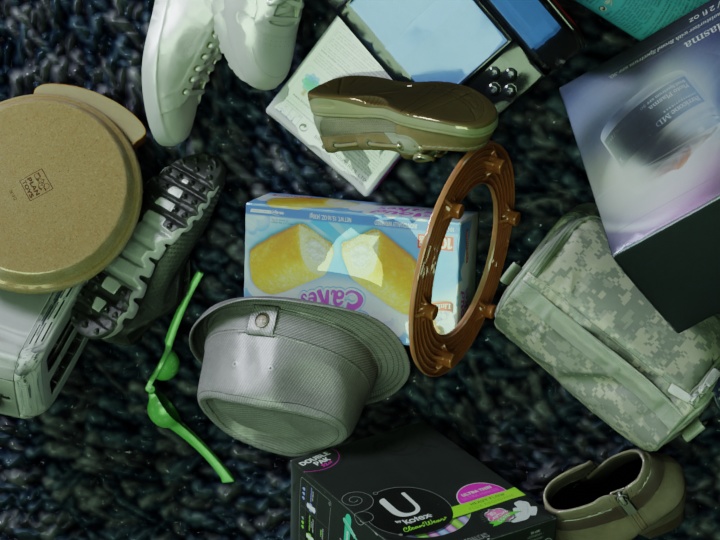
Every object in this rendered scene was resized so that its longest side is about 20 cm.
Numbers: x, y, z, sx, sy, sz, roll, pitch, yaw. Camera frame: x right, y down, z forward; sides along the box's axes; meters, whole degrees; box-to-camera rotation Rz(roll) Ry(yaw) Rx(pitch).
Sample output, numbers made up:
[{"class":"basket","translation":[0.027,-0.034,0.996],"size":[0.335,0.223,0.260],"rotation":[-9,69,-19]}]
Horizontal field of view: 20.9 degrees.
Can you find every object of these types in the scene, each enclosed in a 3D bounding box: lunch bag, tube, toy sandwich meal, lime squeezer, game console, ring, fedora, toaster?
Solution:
[{"class":"lunch bag","translation":[0.210,0.052,1.612],"size":[0.200,0.168,0.140],"rotation":[39,110,6]},{"class":"tube","translation":[0.242,-0.211,1.581],"size":[0.199,0.051,0.078],"rotation":[26,116,-21]},{"class":"toy sandwich meal","translation":[-0.283,-0.070,1.746],"size":[0.203,0.070,0.207],"rotation":[0,73,-1]},{"class":"lime squeezer","translation":[-0.167,0.103,1.809],"size":[0.070,0.038,0.202],"rotation":[-5,99,18]},{"class":"game console","translation":[0.066,-0.214,1.586],"size":[0.172,0.119,0.200],"rotation":[-40,92,21]},{"class":"ring","translation":[0.091,-0.008,1.620],"size":[0.019,0.200,0.202],"rotation":[17,106,22]},{"class":"fedora","translation":[-0.063,0.102,1.703],"size":[0.198,0.091,0.177],"rotation":[8,148,12]},{"class":"toaster","translation":[-0.320,0.041,1.784],"size":[0.128,0.201,0.114],"rotation":[18,142,9]}]

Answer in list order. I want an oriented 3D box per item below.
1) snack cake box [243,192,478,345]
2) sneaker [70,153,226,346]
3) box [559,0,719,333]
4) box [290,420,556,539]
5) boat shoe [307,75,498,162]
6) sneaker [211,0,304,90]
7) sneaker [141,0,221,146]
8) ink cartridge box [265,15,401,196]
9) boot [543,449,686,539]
[{"class":"snack cake box","translation":[0.000,0.000,1.721],"size":[0.198,0.067,0.116],"rotation":[5,102,17]},{"class":"sneaker","translation":[-0.182,-0.014,1.776],"size":[0.066,0.091,0.201],"rotation":[30,82,27]},{"class":"box","translation":[0.284,-0.095,1.527],"size":[0.199,0.199,0.123],"rotation":[-30,134,18]},{"class":"box","translation":[0.049,0.236,1.655],"size":[0.200,0.148,0.125],"rotation":[32,128,52]},{"class":"boat shoe","translation":[0.036,-0.117,1.618],"size":[0.200,0.073,0.064],"rotation":[11,120,42]},{"class":"sneaker","translation":[-0.074,-0.255,1.668],"size":[0.080,0.076,0.202],"rotation":[7,100,44]},{"class":"sneaker","translation":[-0.139,-0.204,1.720],"size":[0.084,0.073,0.202],"rotation":[12,103,17]},{"class":"ink cartridge box","translation":[0.023,-0.178,1.693],"size":[0.119,0.042,0.200],"rotation":[41,112,4]},{"class":"boot","translation":[0.188,0.217,1.661],"size":[0.199,0.146,0.070],"rotation":[-35,56,10]}]
